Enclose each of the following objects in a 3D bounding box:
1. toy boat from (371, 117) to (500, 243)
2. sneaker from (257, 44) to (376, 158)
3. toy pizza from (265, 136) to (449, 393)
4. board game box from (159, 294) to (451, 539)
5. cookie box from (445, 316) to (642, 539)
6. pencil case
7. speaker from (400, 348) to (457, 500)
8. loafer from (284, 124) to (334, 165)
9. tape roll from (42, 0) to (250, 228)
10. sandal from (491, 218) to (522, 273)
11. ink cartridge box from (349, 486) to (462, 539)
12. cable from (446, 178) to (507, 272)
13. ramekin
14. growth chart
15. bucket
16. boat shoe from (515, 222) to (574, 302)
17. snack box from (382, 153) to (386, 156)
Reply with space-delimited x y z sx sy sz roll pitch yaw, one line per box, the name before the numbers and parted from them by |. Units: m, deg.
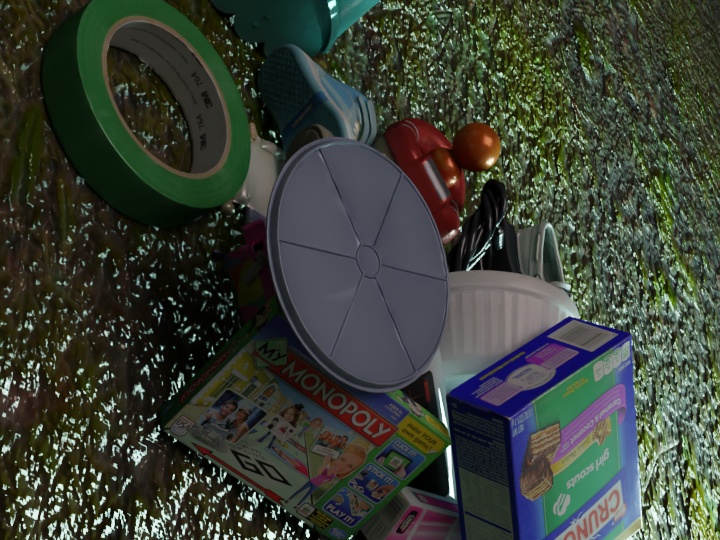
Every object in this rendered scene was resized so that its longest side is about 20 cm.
toy boat | 0.090 -0.112 1.325 0.132 0.130 0.200 61 9 -8
sneaker | -0.018 -0.128 1.231 0.130 0.079 0.202 24 38 -48
toy pizza | -0.004 -0.004 0.965 0.199 0.031 0.203 18 64 -42
board game box | -0.041 0.124 0.985 0.199 0.135 0.029 38 17 -28
cookie box | 0.165 0.169 1.081 0.170 0.075 0.203 -27 120 -36
pencil case | -0.060 0.061 1.063 0.088 0.088 0.202 -4 72 -56
speaker | 0.038 0.121 1.088 0.082 0.080 0.202 -65 151 -52
loafer | -0.024 -0.028 1.036 0.063 0.071 0.202 26 50 -40
tape roll | -0.177 -0.138 1.059 0.200 0.048 0.203 35 42 -39
sandal | 0.159 0.017 1.417 0.043 0.076 0.202 42 38 -28
ink cartridge box | 0.068 0.251 1.108 0.199 0.095 0.037 24 15 -48
cable | 0.116 0.000 1.313 0.050 0.164 0.201 24 50 9
ramekin | 0.112 0.089 1.186 0.202 0.201 0.095 31 48 -41
growth chart | -0.065 -0.054 1.195 0.199 0.018 0.146 38 41 -37
bucket | -0.063 -0.331 1.277 0.206 0.134 0.209 34 42 -37
boat shoe | 0.226 0.034 1.514 0.073 0.065 0.203 16 56 -50
snack box | 0.000 0.000 1.106 0.024 0.202 0.072 5 34 -7
